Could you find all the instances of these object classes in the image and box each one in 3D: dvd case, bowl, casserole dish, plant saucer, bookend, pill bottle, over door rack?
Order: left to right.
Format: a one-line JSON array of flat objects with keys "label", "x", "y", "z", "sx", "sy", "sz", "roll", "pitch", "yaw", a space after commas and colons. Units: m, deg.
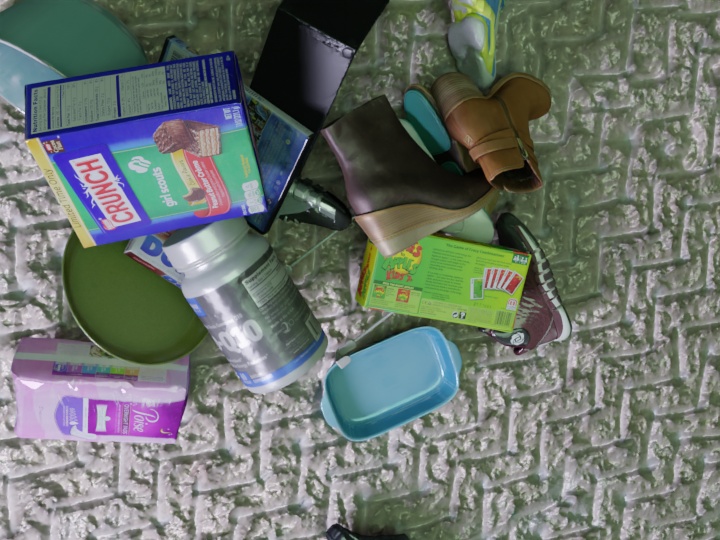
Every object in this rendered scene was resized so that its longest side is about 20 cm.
[{"label": "bowl", "x": -0.307, "y": -0.220, "z": 0.883, "sx": 0.201, "sy": 0.201, "sz": 0.105, "roll": 34, "pitch": 70, "yaw": -17}, {"label": "plant saucer", "x": -0.257, "y": 0.014, "z": 0.961, "sx": 0.200, "sy": 0.031, "sz": 0.201, "roll": 17, "pitch": 65, "yaw": -39}, {"label": "dvd case", "x": -0.159, "y": -0.150, "z": 0.928, "sx": 0.200, "sy": 0.018, "sz": 0.143, "roll": 36, "pitch": 124, "yaw": 8}, {"label": "pill bottle", "x": -0.132, "y": 0.030, "z": 0.940, "sx": 0.114, "sy": 0.114, "sz": 0.200, "roll": -33, "pitch": 107, "yaw": -6}, {"label": "bookend", "x": -0.048, "y": -0.251, "z": 0.955, "sx": 0.092, "sy": 0.199, "sz": 0.200, "roll": 28, "pitch": 137, "yaw": -4}, {"label": "over door rack", "x": 0.000, "y": 0.000, "z": 1.048, "sx": 0.200, "sy": 0.067, "sz": 0.148, "roll": -41, "pitch": 107, "yaw": -4}, {"label": "casserole dish", "x": 0.039, "y": 0.147, "z": 1.102, "sx": 0.199, "sy": 0.039, "sz": 0.121, "roll": -23, "pitch": 105, "yaw": -9}]

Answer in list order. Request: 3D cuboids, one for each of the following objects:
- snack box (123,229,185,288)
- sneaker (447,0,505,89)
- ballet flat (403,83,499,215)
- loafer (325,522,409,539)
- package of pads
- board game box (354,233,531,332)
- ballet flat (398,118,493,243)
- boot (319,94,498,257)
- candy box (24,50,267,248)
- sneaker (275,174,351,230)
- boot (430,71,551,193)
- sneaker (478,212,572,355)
[{"label": "snack box", "x": -0.183, "y": 0.000, "z": 0.992, "sx": 0.200, "sy": 0.024, "sz": 0.072, "roll": 36, "pitch": 64, "yaw": -30}, {"label": "sneaker", "x": 0.161, "y": -0.332, "z": 1.022, "sx": 0.105, "sy": 0.076, "sz": 0.201, "roll": -24, "pitch": 116, "yaw": -20}, {"label": "ballet flat", "x": 0.119, "y": -0.157, "z": 1.060, "sx": 0.063, "sy": 0.069, "sz": 0.200, "roll": -40, "pitch": 112, "yaw": -32}, {"label": "loafer", "x": 0.039, "y": 0.392, "z": 1.137, "sx": 0.200, "sy": 0.068, "sz": 0.071, "roll": 36, "pitch": 83, "yaw": -22}, {"label": "package of pads", "x": -0.307, "y": 0.146, "z": 0.978, "sx": 0.199, "sy": 0.076, "sz": 0.121, "roll": 6, "pitch": 134, "yaw": -14}, {"label": "board game box", "x": 0.102, "y": 0.008, "z": 1.018, "sx": 0.199, "sy": 0.048, "sz": 0.102, "roll": 10, "pitch": 98, "yaw": -17}, {"label": "ballet flat", "x": 0.085, "y": -0.100, "z": 1.035, "sx": 0.069, "sy": 0.069, "sz": 0.200, "roll": -40, "pitch": 95, "yaw": -4}, {"label": "boot", "x": 0.064, "y": -0.127, "z": 0.945, "sx": 0.200, "sy": 0.072, "sz": 0.167, "roll": -30, "pitch": 102, "yaw": -29}, {"label": "candy box", "x": -0.205, "y": -0.116, "z": 0.815, "sx": 0.199, "sy": 0.077, "sz": 0.169, "roll": -10, "pitch": 147, "yaw": -3}, {"label": "sneaker", "x": -0.116, "y": -0.071, "z": 1.000, "sx": 0.200, "sy": 0.075, "sz": 0.116, "roll": 29, "pitch": 102, "yaw": 4}, {"label": "boot", "x": 0.189, "y": -0.167, "z": 0.999, "sx": 0.200, "sy": 0.156, "sz": 0.077, "roll": 0, "pitch": 143, "yaw": -43}, {"label": "sneaker", "x": 0.199, "y": 0.031, "z": 1.102, "sx": 0.115, "sy": 0.076, "sz": 0.200, "roll": -29, "pitch": 107, "yaw": -4}]
